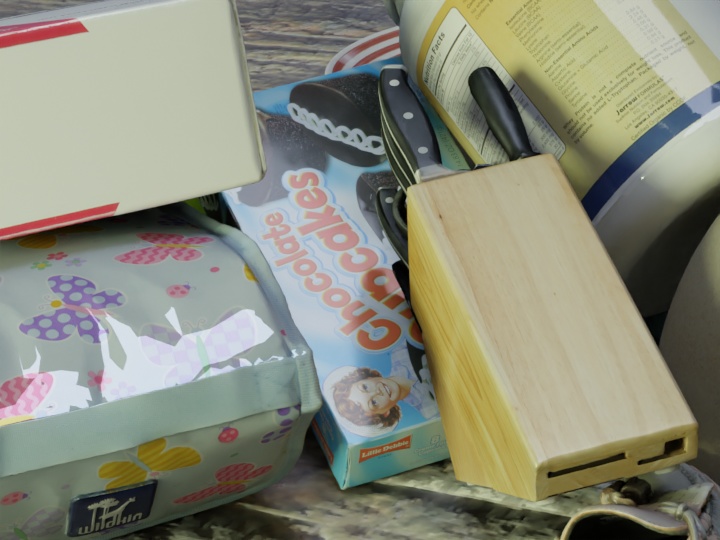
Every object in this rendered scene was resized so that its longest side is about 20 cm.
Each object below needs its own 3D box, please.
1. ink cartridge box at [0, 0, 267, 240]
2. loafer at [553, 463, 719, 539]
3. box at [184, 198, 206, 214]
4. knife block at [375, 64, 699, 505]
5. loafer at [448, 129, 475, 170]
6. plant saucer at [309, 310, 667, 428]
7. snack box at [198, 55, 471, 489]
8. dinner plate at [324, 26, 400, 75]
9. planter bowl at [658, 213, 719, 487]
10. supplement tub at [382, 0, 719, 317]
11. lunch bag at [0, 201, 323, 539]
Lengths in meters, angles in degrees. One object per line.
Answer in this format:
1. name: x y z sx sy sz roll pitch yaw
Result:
1. ink cartridge box: -0.144 -0.068 0.990 0.144 0.085 0.200 -13 9 -20
2. loafer: 0.095 0.109 0.786 0.072 0.063 0.200 -25 17 22
3. box: -0.127 -0.029 1.138 0.199 0.048 0.122 -26 23 4
4. knife block: 0.056 -0.005 0.888 0.064 0.176 0.200 -14 1 -9
5. loafer: -0.030 -0.064 1.246 0.199 0.070 0.075 -3 22 6
6. plant saucer: 0.042 0.036 1.032 0.199 0.019 0.070 -8 45 -5
7. snack box: 0.006 -0.004 1.015 0.116 0.037 0.200 -16 55 -19
8. dinner plate: 0.077 -0.125 1.429 0.199 0.024 0.200 -6 22 2
9. planter bowl: 0.212 0.018 0.905 0.199 0.135 0.200 -4 22 2
10. supplement tub: 0.107 -0.094 1.018 0.144 0.145 0.200 -20 63 -31
11. lunch bag: -0.123 0.049 0.928 0.169 0.128 0.200 -14 12 -19
